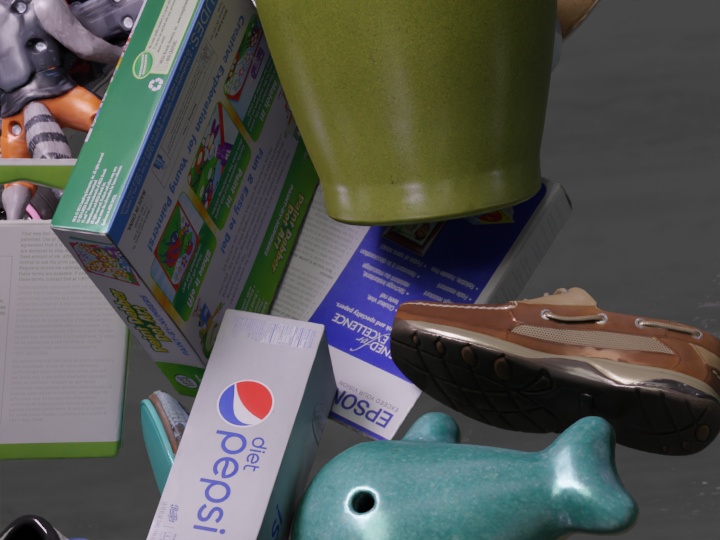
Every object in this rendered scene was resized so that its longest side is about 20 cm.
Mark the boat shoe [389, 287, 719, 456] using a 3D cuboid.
[{"bbox_3d":[0.118,0.051,1.621,0.200,0.076,0.074,14,52,10],"label":"boat shoe"}]

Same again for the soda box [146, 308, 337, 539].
[{"bbox_3d":[-0.070,0.123,1.588,0.063,0.068,0.200,8,53,13],"label":"soda box"}]

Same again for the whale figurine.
[{"bbox_3d":[0.053,0.139,1.573,0.200,0.104,0.159,-22,53,13],"label":"whale figurine"}]

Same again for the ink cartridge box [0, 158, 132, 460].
[{"bbox_3d":[-0.214,0.011,1.677,0.147,0.200,0.076,0,26,-16],"label":"ink cartridge box"}]

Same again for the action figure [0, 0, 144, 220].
[{"bbox_3d":[-0.182,-0.130,1.760,0.200,0.105,0.194,-30,72,19],"label":"action figure"}]

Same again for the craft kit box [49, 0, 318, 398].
[{"bbox_3d":[-0.094,-0.056,1.652,0.048,0.198,0.200,6,61,28],"label":"craft kit box"}]

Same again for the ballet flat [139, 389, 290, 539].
[{"bbox_3d":[-0.080,0.153,1.656,0.074,0.074,0.200,-23,55,7],"label":"ballet flat"}]

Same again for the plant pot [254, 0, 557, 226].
[{"bbox_3d":[0.031,-0.130,1.634,0.200,0.200,0.193,-3,101,21],"label":"plant pot"}]

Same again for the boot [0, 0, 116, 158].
[{"bbox_3d":[-0.198,-0.159,1.861,0.200,0.090,0.073,-40,43,9],"label":"boot"}]

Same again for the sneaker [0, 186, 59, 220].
[{"bbox_3d":[-0.253,-0.016,1.807,0.200,0.099,0.071,-41,51,-8],"label":"sneaker"}]

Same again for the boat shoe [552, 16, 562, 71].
[{"bbox_3d":[0.058,-0.200,1.747,0.075,0.086,0.202,-34,51,12],"label":"boat shoe"}]

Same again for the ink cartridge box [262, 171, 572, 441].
[{"bbox_3d":[0.000,0.000,1.727,0.197,0.047,0.200,25,73,32],"label":"ink cartridge box"}]

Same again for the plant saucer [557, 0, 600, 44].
[{"bbox_3d":[0.089,-0.199,1.807,0.200,0.035,0.201,-15,58,25],"label":"plant saucer"}]

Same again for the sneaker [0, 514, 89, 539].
[{"bbox_3d":[-0.209,0.227,1.621,0.080,0.115,0.200,-2,58,22],"label":"sneaker"}]
